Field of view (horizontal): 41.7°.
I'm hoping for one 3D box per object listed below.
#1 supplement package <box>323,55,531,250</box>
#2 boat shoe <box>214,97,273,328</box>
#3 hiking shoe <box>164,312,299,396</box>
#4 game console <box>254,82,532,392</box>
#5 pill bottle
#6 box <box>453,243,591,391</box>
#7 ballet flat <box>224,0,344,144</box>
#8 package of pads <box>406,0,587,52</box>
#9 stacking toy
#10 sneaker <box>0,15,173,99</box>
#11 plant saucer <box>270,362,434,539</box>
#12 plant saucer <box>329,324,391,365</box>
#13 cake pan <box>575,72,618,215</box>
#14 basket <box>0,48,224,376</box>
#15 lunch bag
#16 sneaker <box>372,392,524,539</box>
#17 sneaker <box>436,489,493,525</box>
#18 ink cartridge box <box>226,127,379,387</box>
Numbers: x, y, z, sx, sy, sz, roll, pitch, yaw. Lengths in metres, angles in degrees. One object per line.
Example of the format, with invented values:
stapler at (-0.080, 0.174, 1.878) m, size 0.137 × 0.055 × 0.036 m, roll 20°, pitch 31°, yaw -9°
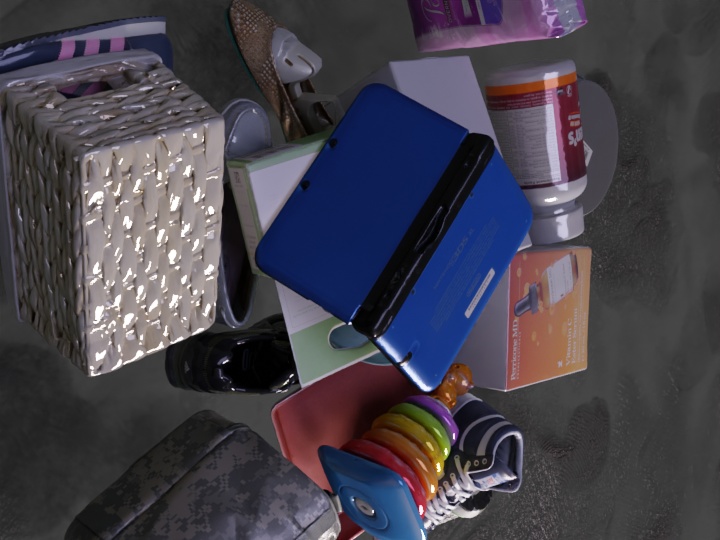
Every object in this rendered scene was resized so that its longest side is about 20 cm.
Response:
supplement package at (0.063, -0.094, 0.940) m, size 0.120 × 0.119 × 0.204 m, roll -14°, pitch 85°, yaw -42°
boat shoe at (-0.110, -0.052, 0.856) m, size 0.074 × 0.064 × 0.206 m, roll 13°, pitch 88°, yaw -45°
hiking shoe at (-0.079, 0.087, 0.886) m, size 0.198 × 0.100 × 0.077 m, roll -7°, pitch 103°, yaw -44°
game console at (0.036, -0.029, 0.826) m, size 0.202 × 0.117 × 0.171 m, roll -57°, pitch 135°, yaw -15°
pill bottle at (0.211, -0.141, 1.124) m, size 0.109 × 0.108 × 0.204 m, roll -23°, pitch 109°, yaw -40°
box at (0.181, 0.048, 1.121) m, size 0.198 × 0.105 × 0.156 m, roll -6°, pitch 98°, yaw -50°
ballet flat at (-0.055, -0.166, 0.879) m, size 0.202 × 0.064 × 0.071 m, roll 62°, pitch 32°, yaw -29°
package of pads at (0.129, -0.293, 0.959) m, size 0.075 × 0.198 × 0.123 m, roll -27°, pitch 113°, yaw -32°
stacking toy at (0.058, 0.170, 0.978) m, size 0.200 × 0.115 × 0.111 m, roll -48°, pitch 132°, yaw -33°
sneaker at (-0.224, -0.141, 0.722) m, size 0.198 × 0.069 × 0.084 m, roll -24°, pitch 112°, yaw -38°
plant saucer at (-0.001, 0.175, 1.007) m, size 0.198 × 0.036 × 0.203 m, roll -29°, pitch 120°, yaw -29°
plant saucer at (0.000, 0.000, 0.954) m, size 0.198 × 0.027 × 0.204 m, roll 18°, pitch 60°, yaw -33°
cake pan at (0.281, -0.160, 1.249) m, size 0.198 × 0.036 × 0.205 m, roll -11°, pitch 105°, yaw -44°
basket at (-0.182, -0.041, 0.703) m, size 0.134 × 0.123 × 0.203 m, roll -23°, pitch 135°, yaw -39°
lunch bag at (-0.131, 0.240, 0.815) m, size 0.199 × 0.166 × 0.141 m, roll -38°, pitch 122°, yaw -33°
sneaker at (0.097, 0.233, 1.008) m, size 0.070 × 0.108 × 0.202 m, roll 41°, pitch 78°, yaw -38°
sneaker at (0.128, 0.251, 1.161) m, size 0.077 × 0.088 × 0.199 m, roll 54°, pitch 31°, yaw 9°
ink cartridge box at (-0.028, -0.018, 0.853) m, size 0.144 × 0.048 × 0.204 m, roll -21°, pitch 109°, yaw -31°
